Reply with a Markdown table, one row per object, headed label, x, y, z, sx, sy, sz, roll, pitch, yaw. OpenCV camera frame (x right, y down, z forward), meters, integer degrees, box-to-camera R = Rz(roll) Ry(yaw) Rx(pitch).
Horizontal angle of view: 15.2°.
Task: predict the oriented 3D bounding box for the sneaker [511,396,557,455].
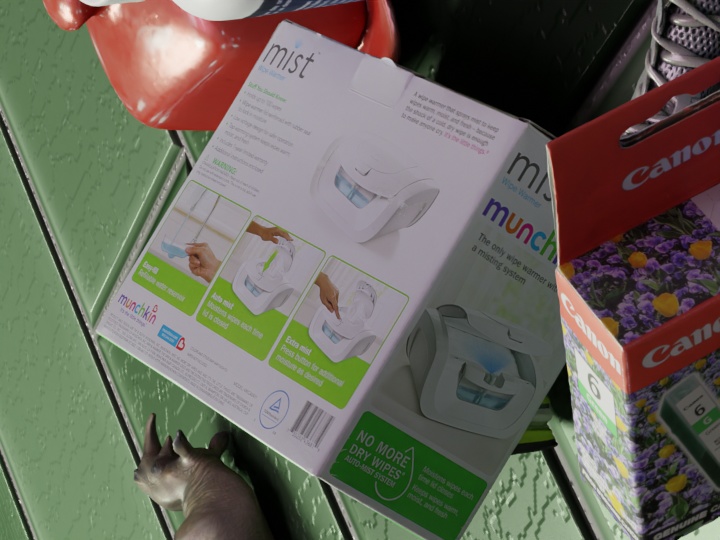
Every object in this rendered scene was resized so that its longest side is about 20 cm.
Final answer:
| label | x | y | z | sx | sy | sz | roll | pitch | yaw |
| --- | --- | --- | --- | --- | --- | --- | --- | --- | --- |
| sneaker | 0.035 | 0.026 | 1.301 | 0.200 | 0.074 | 0.081 | 24 | 107 | 54 |

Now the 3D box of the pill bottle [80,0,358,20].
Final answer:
| label | x | y | z | sx | sy | sz | roll | pitch | yaw |
| --- | --- | --- | --- | --- | --- | --- | --- | --- | --- |
| pill bottle | -0.033 | -0.170 | 1.195 | 0.111 | 0.200 | 0.111 | 32 | 128 | 53 |

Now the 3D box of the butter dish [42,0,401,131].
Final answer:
| label | x | y | z | sx | sy | sz | roll | pitch | yaw |
| --- | --- | --- | --- | --- | --- | --- | --- | --- | --- |
| butter dish | -0.091 | -0.152 | 1.366 | 0.200 | 0.148 | 0.200 | -35 | 69 | 60 |

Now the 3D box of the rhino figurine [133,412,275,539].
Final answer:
| label | x | y | z | sx | sy | sz | roll | pitch | yaw |
| --- | --- | --- | --- | --- | --- | --- | --- | --- | --- |
| rhino figurine | -0.082 | 0.165 | 1.560 | 0.087 | 0.060 | 0.200 | -47 | 57 | 35 |

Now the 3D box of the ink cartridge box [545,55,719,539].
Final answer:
| label | x | y | z | sx | sy | sz | roll | pitch | yaw |
| --- | --- | --- | --- | --- | --- | --- | --- | --- | --- |
| ink cartridge box | 0.131 | 0.011 | 0.991 | 0.050 | 0.109 | 0.200 | 53 | 165 | 37 |

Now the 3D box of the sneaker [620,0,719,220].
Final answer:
| label | x | y | z | sx | sy | sz | roll | pitch | yaw |
| --- | --- | --- | --- | --- | --- | --- | --- | --- | --- |
| sneaker | 0.129 | -0.067 | 1.012 | 0.075 | 0.116 | 0.200 | 22 | 137 | 13 |

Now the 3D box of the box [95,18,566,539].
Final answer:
| label | x | y | z | sx | sy | sz | roll | pitch | yaw |
| --- | --- | --- | --- | --- | --- | --- | --- | --- | --- |
| box | 0.000 | 0.000 | 1.213 | 0.200 | 0.097 | 0.177 | 27 | 85 | 52 |
